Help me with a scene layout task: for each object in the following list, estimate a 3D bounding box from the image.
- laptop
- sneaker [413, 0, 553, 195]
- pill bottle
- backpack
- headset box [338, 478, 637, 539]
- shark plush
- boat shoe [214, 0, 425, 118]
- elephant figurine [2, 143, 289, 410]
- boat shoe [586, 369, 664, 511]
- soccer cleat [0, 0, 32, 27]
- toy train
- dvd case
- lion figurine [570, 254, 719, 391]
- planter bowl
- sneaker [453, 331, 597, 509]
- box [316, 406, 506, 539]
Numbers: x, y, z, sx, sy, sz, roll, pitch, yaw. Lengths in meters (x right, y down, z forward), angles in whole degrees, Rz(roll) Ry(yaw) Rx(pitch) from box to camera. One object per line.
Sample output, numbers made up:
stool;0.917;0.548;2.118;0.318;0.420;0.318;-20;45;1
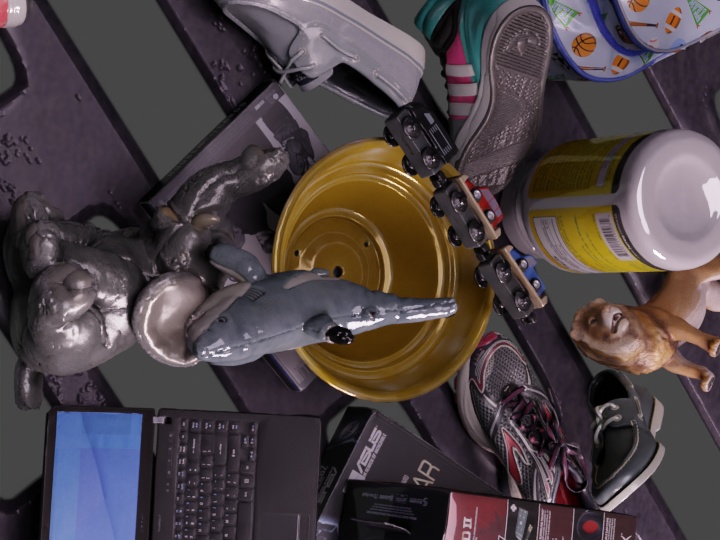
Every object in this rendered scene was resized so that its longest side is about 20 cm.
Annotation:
laptop;-0.132;0.192;1.568;0.200;0.103;0.177;3;88;-1
sneaker;0.091;-0.165;1.730;0.084;0.121;0.200;-10;134;-25
pill bottle;0.205;-0.054;1.725;0.112;0.200;0.113;0;89;-31
backpack;0.211;-0.245;1.770;0.190;0.154;0.200;-29;105;-20
headset box;0.088;0.209;1.628;0.200;0.149;0.075;11;83;-30
shark plush;-0.031;0.044;1.505;0.200;0.083;0.091;9;104;-21
boat shoe;-0.033;-0.175;1.658;0.201;0.070;0.072;22;67;-32
elephant figurine;-0.152;0.004;1.542;0.200;0.155;0.142;-5;69;-23
boat shoe;0.209;0.138;1.753;0.062;0.200;0.073;45;111;-6
soccer cleat;-0.294;-0.267;1.510;0.073;0.068;0.200;-18;100;-26
toy train;0.084;-0.044;1.610;0.046;0.034;0.200;-47;111;-38
dvd case;-0.061;-0.027;1.667;0.150;0.025;0.200;-46;112;-24
lion figurine;0.278;0.033;1.842;0.200;0.122;0.072;-37;142;-42
planter bowl;0.000;0.000;1.632;0.200;0.083;0.201;1;89;-32
sneaker;0.147;0.141;1.760;0.081;0.075;0.200;-33;105;-28
box;0.015;0.233;1.695;0.160;0.044;0.200;36;71;-26
